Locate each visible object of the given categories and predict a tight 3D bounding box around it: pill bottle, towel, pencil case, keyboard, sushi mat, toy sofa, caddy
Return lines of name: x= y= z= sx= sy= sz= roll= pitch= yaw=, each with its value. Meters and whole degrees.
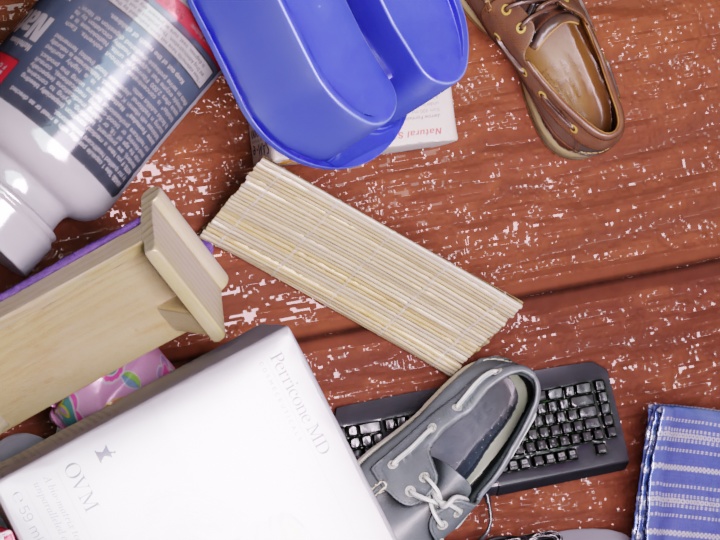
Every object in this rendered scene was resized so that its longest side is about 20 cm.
pill bottle: x=-0.180 y=-0.101 z=1.638 sx=0.119 sy=0.120 sz=0.200 roll=40 pitch=80 yaw=-10
towel: x=0.233 y=0.193 z=1.758 sx=0.144 sy=0.024 sz=0.201 roll=9 pitch=87 yaw=-40
pencil case: x=-0.116 y=0.131 z=1.669 sx=0.087 sy=0.087 sz=0.200 roll=-40 pitch=98 yaw=-11
keyboard: x=0.082 y=0.136 z=1.741 sx=0.199 sy=0.021 sz=0.128 roll=-10 pitch=82 yaw=-13
sushi mat: x=0.000 y=0.000 z=1.701 sx=0.199 sy=0.096 sz=0.012 roll=29 pitch=46 yaw=-11
toy sofa: x=-0.184 y=0.029 z=1.604 sx=0.199 sy=0.098 sz=0.083 roll=-28 pitch=124 yaw=14
caddy: x=-0.027 y=-0.161 z=1.610 sx=0.141 sy=0.105 sz=0.201 roll=-31 pitch=97 yaw=-35

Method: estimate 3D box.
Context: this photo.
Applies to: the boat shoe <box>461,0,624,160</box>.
boat shoe: x=0.119 y=-0.167 z=1.738 sx=0.072 sy=0.068 sz=0.201 roll=-31 pitch=97 yaw=-12

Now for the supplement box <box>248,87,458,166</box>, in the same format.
supplement box: x=-0.016 y=-0.173 z=1.702 sx=0.125 sy=0.073 sz=0.201 roll=-6 pitch=91 yaw=-14

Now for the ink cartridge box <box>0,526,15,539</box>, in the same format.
ink cartridge box: x=-0.234 y=0.230 z=1.581 sx=0.084 sy=0.200 sz=0.146 roll=-22 pitch=95 yaw=-16

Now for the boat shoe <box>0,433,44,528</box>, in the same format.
boat shoe: x=-0.170 y=0.193 z=1.666 sx=0.072 sy=0.066 sz=0.200 roll=-40 pitch=84 yaw=-13

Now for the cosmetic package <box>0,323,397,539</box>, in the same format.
cosmetic package: x=-0.091 y=0.165 z=1.570 sx=0.199 sy=0.123 sz=0.200 roll=-28 pitch=94 yaw=-11

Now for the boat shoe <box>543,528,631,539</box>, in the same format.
boat shoe: x=0.093 y=0.227 z=1.736 sx=0.199 sy=0.069 sz=0.057 roll=-19 pitch=117 yaw=-14

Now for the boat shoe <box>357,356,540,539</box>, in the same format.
boat shoe: x=0.045 y=0.132 z=1.685 sx=0.073 sy=0.062 sz=0.200 roll=47 pitch=68 yaw=-13
